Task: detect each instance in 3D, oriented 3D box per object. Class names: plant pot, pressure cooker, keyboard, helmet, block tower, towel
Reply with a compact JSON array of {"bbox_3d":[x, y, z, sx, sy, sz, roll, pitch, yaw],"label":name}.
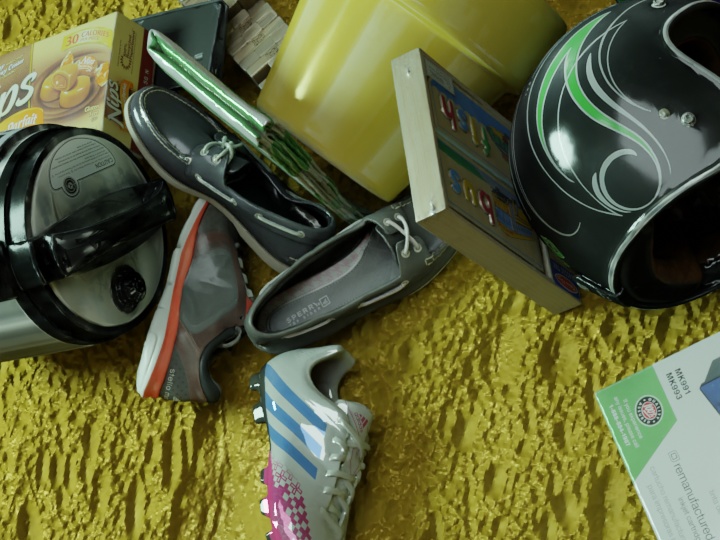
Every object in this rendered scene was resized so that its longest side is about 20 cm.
[{"bbox_3d":[0.024,-0.165,1.480,0.201,0.201,0.189,39,95,33],"label":"plant pot"},{"bbox_3d":[-0.245,-0.022,1.522,0.199,0.179,0.177,-10,55,35],"label":"pressure cooker"},{"bbox_3d":[-0.181,-0.162,1.646,0.199,0.040,0.105,-6,68,42],"label":"keyboard"},{"bbox_3d":[0.201,-0.091,1.368,0.200,0.200,0.191,-33,56,7],"label":"helmet"},{"bbox_3d":[-0.093,-0.200,1.625,0.058,0.054,0.200,-40,57,1],"label":"block tower"},{"bbox_3d":[-0.074,-0.103,1.484,0.152,0.200,0.023,39,90,32],"label":"towel"}]

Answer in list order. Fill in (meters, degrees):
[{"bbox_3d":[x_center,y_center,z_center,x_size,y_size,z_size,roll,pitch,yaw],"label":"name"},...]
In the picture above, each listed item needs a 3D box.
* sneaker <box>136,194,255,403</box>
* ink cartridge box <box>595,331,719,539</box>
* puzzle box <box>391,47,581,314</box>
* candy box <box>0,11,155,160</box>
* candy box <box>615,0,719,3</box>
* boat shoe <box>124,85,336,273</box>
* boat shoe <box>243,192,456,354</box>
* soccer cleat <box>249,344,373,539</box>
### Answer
[{"bbox_3d":[-0.115,0.020,1.536,0.082,0.077,0.201,17,65,-3],"label":"sneaker"},{"bbox_3d":[0.278,0.111,1.296,0.199,0.088,0.146,-26,58,9],"label":"ink cartridge box"},{"bbox_3d":[0.092,-0.060,1.392,0.025,0.200,0.134,-22,60,26],"label":"puzzle box"},{"bbox_3d":[-0.263,-0.132,1.637,0.199,0.055,0.116,-14,60,37],"label":"candy box"},{"bbox_3d":[0.245,-0.271,1.422,0.077,0.200,0.170,20,75,31],"label":"candy box"},{"bbox_3d":[-0.097,-0.082,1.515,0.200,0.063,0.073,43,52,3],"label":"boat shoe"},{"bbox_3d":[0.000,0.000,1.475,0.200,0.057,0.067,-33,79,2],"label":"boat shoe"},{"bbox_3d":[-0.028,0.143,1.425,0.086,0.070,0.201,-19,60,15],"label":"soccer cleat"}]
